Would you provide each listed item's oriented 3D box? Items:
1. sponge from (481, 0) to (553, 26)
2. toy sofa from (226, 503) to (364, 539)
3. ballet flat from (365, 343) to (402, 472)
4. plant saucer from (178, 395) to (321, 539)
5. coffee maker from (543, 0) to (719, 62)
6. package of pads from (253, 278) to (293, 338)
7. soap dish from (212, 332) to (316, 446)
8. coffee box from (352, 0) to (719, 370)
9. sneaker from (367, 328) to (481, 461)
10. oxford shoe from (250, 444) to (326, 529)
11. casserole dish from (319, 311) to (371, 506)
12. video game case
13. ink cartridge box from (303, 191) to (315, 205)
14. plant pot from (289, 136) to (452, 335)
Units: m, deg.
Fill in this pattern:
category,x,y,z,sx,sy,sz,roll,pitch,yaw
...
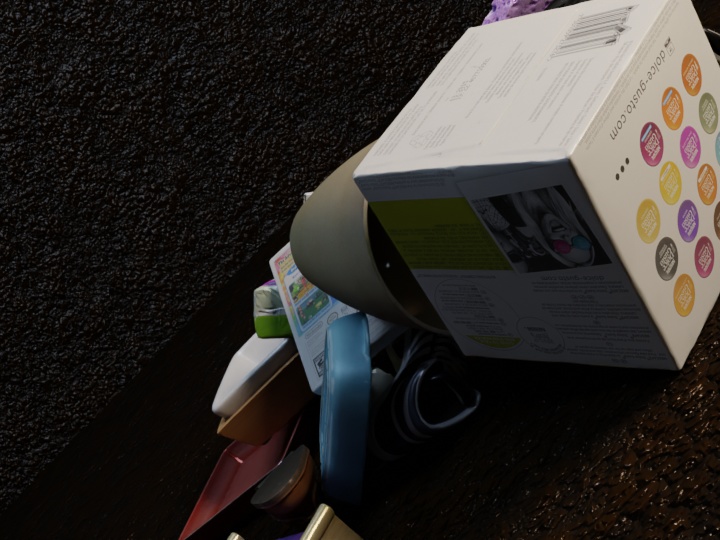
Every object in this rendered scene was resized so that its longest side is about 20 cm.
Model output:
category,x,y,z,sx,sy,sz,roll,pitch,yaw
sponge,0.156,-0.213,1.066,0.030,0.111,0.201,43,116,40
toy sofa,-0.085,0.262,0.992,0.200,0.098,0.083,-33,18,54
ballet flat,0.039,0.109,1.140,0.200,0.068,0.068,-54,14,-31
plant saucer,-0.124,0.239,1.382,0.200,0.037,0.200,-40,12,26
coffee maker,0.238,-0.164,1.013,0.135,0.200,0.192,-49,11,-18
package of pads,-0.006,0.027,1.288,0.199,0.069,0.154,-3,10,18
soap dish,-0.101,0.122,1.402,0.157,0.081,0.200,-44,12,14
coffee box,0.156,-0.065,0.846,0.200,0.198,0.200,-1,42,46
sneaker,0.079,0.085,1.063,0.108,0.070,0.200,-39,19,56
oxford shoe,-0.058,0.213,1.066,0.071,0.071,0.200,-43,-5,-7
casserole dish,-0.016,0.130,1.052,0.121,0.039,0.201,-97,10,-53
video game case,0.000,0.000,1.149,0.200,0.024,0.182,-41,49,23
ink cartridge box,0.050,-0.056,1.287,0.146,0.083,0.200,6,12,35
plant pot,0.024,-0.034,1.016,0.200,0.187,0.187,-5,41,55
